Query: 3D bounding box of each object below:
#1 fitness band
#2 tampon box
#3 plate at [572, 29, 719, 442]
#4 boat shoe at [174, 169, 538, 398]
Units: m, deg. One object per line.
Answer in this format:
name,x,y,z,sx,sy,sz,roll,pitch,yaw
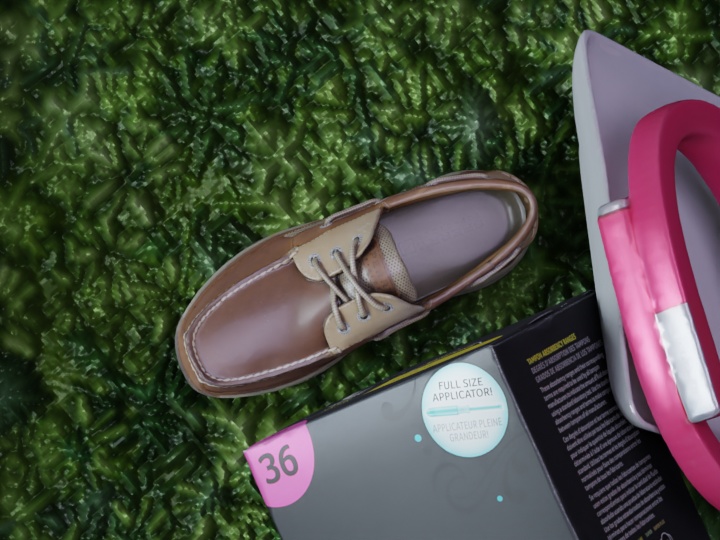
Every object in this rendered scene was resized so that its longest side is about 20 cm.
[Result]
fitness band,0.171,0.019,1.227,0.143,0.037,0.201,1,72,-55
tampon box,0.068,0.136,1.228,0.149,0.126,0.201,-25,88,30
plate,0.167,0.002,1.284,0.200,0.032,0.201,19,57,-47
boat shoe,0.000,0.000,1.289,0.199,0.072,0.076,-29,89,-14
